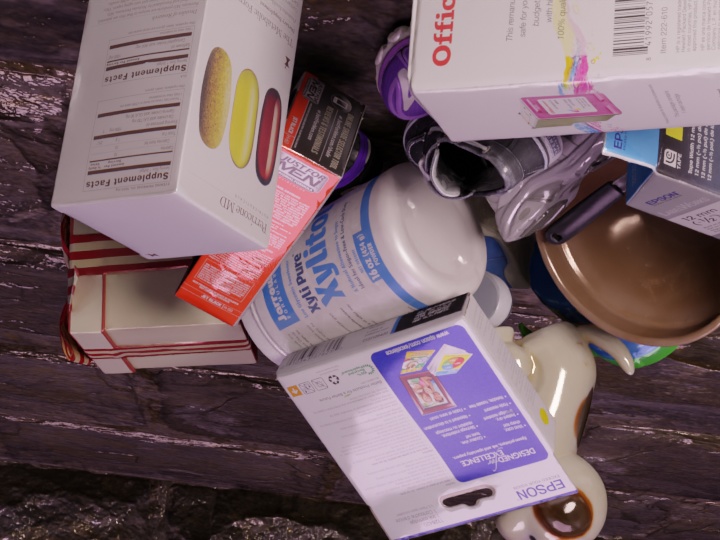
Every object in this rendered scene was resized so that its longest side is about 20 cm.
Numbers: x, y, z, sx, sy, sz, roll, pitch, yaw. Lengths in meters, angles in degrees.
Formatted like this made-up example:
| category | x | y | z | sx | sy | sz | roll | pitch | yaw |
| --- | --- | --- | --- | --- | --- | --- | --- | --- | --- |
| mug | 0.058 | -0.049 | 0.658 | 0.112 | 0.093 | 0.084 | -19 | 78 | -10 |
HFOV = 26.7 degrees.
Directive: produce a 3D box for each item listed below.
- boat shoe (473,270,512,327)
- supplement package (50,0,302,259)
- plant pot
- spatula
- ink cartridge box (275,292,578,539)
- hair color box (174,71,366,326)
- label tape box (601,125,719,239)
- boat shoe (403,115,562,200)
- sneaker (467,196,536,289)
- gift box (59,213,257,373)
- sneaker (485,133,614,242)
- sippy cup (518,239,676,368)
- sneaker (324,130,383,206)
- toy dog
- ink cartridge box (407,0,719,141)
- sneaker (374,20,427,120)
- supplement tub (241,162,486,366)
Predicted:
| category | x | y | z | sx | sy | sz | roll | pitch | yaw |
| --- | --- | --- | --- | --- | --- | --- | --- | --- | --- |
| boat shoe | 0.086 | 0.049 | 1.452 | 0.086 | 0.075 | 0.202 | 20 | 156 | -37 |
| supplement package | -0.124 | -0.121 | 1.058 | 0.109 | 0.200 | 0.114 | -5 | 159 | 31 |
| plant pot | 0.250 | -0.046 | 1.257 | 0.201 | 0.201 | 0.093 | -10 | -167 | 42 |
| spatula | 0.212 | -0.069 | 1.198 | 0.056 | 0.021 | 0.200 | 37 | 139 | -12 |
| ink cartridge box | 0.060 | 0.130 | 1.307 | 0.197 | 0.047 | 0.200 | -21 | 117 | 30 |
| hair color box | -0.075 | -0.055 | 1.239 | 0.061 | 0.102 | 0.200 | 29 | 131 | -11 |
| label tape box | 0.232 | -0.110 | 1.057 | 0.200 | 0.144 | 0.066 | 16 | 159 | -28 |
| boat shoe | 0.077 | -0.087 | 1.177 | 0.072 | 0.068 | 0.200 | 55 | 161 | -21 |
| sneaker | 0.092 | -0.034 | 1.444 | 0.111 | 0.077 | 0.200 | -3 | 160 | 27 |
| gift box | -0.202 | -0.009 | 1.479 | 0.186 | 0.185 | 0.200 | -4 | 158 | 3 |
| sneaker | 0.150 | -0.109 | 1.199 | 0.078 | 0.099 | 0.200 | -25 | 164 | -46 |
| sippy cup | 0.232 | 0.009 | 1.434 | 0.130 | 0.178 | 0.140 | 27 | 175 | -40 |
| sneaker | -0.066 | -0.086 | 1.356 | 0.200 | 0.070 | 0.099 | -7 | 160 | 37 |
| toy dog | 0.162 | 0.158 | 1.381 | 0.194 | 0.200 | 0.140 | -11 | 164 | 2 |
| ink cartridge box | 0.137 | -0.164 | 0.924 | 0.200 | 0.145 | 0.085 | -1 | 162 | 22 |
| sneaker | 0.076 | -0.144 | 1.106 | 0.081 | 0.084 | 0.200 | 18 | 160 | -30 |
| supplement tub | 0.000 | 0.000 | 1.337 | 0.132 | 0.132 | 0.200 | 22 | 143 | -39 |
